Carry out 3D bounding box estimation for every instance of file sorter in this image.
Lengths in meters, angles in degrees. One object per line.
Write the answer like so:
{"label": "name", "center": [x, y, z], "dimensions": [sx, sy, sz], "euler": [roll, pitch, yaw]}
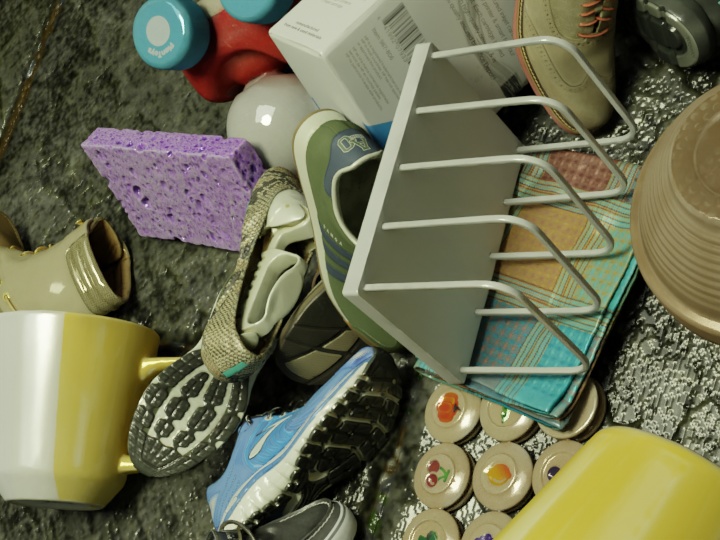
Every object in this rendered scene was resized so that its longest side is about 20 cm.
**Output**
{"label": "file sorter", "center": [0.099, -0.042, 1.031], "dimensions": [0.124, 0.139, 0.200], "euler": [-3, 59, 37]}

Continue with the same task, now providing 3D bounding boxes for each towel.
{"label": "towel", "center": [0.132, 0.004, 1.085], "dimensions": [0.147, 0.022, 0.200], "euler": [18, 76, 46]}

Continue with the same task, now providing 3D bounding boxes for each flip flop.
{"label": "flip flop", "center": [0.000, 0.000, 1.180], "dimensions": [0.200, 0.081, 0.058], "euler": [-62, 27, -4]}

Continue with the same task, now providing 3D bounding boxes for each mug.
{"label": "mug", "center": [-0.240, 0.121, 1.273], "dimensions": [0.186, 0.149, 0.154], "euler": [-10, 70, 44]}

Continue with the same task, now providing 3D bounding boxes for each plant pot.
{"label": "plant pot", "center": [0.147, 0.203, 0.877], "dimensions": [0.201, 0.201, 0.189], "euler": [18, 66, 44]}
{"label": "plant pot", "center": [0.258, -0.055, 0.957], "dimensions": [0.200, 0.093, 0.201], "euler": [-14, 61, 26]}

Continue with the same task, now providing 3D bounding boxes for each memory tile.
{"label": "memory tile", "center": [0.094, 0.167, 1.050], "dimensions": [0.153, 0.017, 0.200], "euler": [-5, 65, 38]}

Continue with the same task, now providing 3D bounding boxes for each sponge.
{"label": "sponge", "center": [-0.147, -0.069, 1.309], "dimensions": [0.200, 0.112, 0.030], "euler": [9, 48, 43]}

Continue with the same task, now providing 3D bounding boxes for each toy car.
{"label": "toy car", "center": [-0.058, -0.151, 1.270], "dimensions": [0.177, 0.184, 0.200], "euler": [-23, 84, 29]}

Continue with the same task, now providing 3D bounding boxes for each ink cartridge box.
{"label": "ink cartridge box", "center": [0.055, -0.182, 1.124], "dimensions": [0.200, 0.145, 0.084], "euler": [-44, 37, -11]}

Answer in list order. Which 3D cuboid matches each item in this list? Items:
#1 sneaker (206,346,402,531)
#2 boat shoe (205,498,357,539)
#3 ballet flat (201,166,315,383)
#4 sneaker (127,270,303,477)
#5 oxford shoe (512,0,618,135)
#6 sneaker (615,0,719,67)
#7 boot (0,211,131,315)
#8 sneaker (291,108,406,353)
{"label": "sneaker", "center": [-0.052, 0.127, 1.152], "dimensions": [0.200, 0.079, 0.089], "euler": [-47, 49, 12]}
{"label": "boat shoe", "center": [-0.096, 0.218, 1.096], "dimensions": [0.200, 0.066, 0.070], "euler": [-32, 21, -11]}
{"label": "ballet flat", "center": [-0.064, -0.004, 1.170], "dimensions": [0.075, 0.068, 0.200], "euler": [-24, 40, 48]}
{"label": "sneaker", "center": [-0.115, 0.087, 1.216], "dimensions": [0.077, 0.089, 0.200], "euler": [35, 69, 3]}
{"label": "oxford shoe", "center": [0.152, -0.188, 1.074], "dimensions": [0.070, 0.200, 0.075], "euler": [-25, 22, -20]}
{"label": "sneaker", "center": [0.213, -0.216, 1.122], "dimensions": [0.079, 0.075, 0.200], "euler": [-37, 45, -9]}
{"label": "boot", "center": [-0.297, -0.010, 1.430], "dimensions": [0.155, 0.073, 0.200], "euler": [-37, 51, 20]}
{"label": "sneaker", "center": [0.011, -0.016, 1.089], "dimensions": [0.067, 0.201, 0.090], "euler": [-27, 27, -17]}
